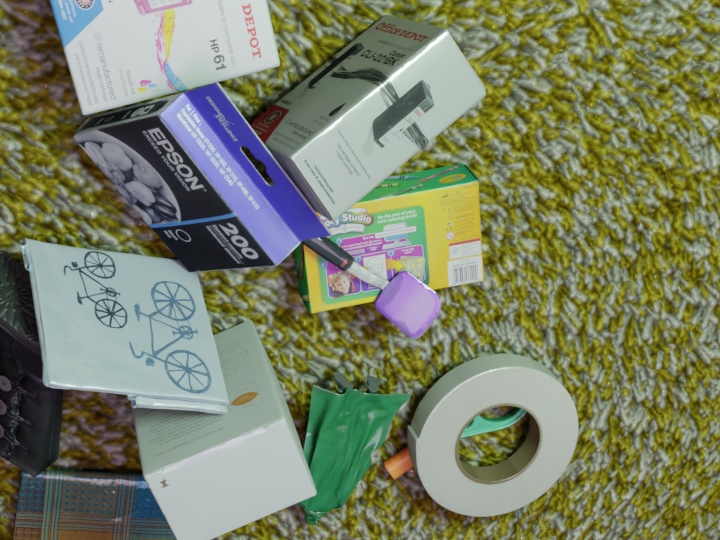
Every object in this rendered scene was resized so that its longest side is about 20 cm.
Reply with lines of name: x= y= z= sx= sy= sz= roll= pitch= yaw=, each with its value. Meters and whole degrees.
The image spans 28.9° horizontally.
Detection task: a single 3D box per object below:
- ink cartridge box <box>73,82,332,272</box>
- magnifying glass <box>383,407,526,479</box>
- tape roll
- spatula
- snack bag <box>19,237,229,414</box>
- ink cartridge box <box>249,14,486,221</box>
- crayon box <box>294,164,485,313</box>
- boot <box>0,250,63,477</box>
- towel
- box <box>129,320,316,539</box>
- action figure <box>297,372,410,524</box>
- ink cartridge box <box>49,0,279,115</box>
ink cartridge box: x=-0.155 y=-0.083 z=1.359 sx=0.198 sy=0.200 sz=0.043 roll=52 pitch=52 yaw=-28
magnifying glass: x=0.115 y=0.179 z=1.631 sx=0.200 sy=0.022 sz=0.080 roll=-34 pitch=118 yaw=3
tape roll: x=0.154 y=0.192 z=1.618 sx=0.202 sy=0.037 sz=0.204 roll=-7 pitch=116 yaw=-14
spatula: x=0.000 y=0.000 z=1.456 sx=0.200 sy=0.021 sz=0.057 roll=35 pitch=104 yaw=-23
snack bag: x=-0.234 y=0.056 z=1.381 sx=0.199 sy=0.189 sz=0.021 roll=9 pitch=137 yaw=-33
ink cartridge box: x=0.002 y=-0.154 z=1.364 sx=0.200 sy=0.144 sz=0.084 roll=-39 pitch=117 yaw=-10
crayon box: x=0.029 y=-0.035 z=1.493 sx=0.199 sy=0.058 sz=0.119 roll=-10 pitch=115 yaw=-10
boot: x=-0.365 y=0.095 z=1.438 sx=0.066 sy=0.165 sz=0.200 roll=-26 pitch=147 yaw=-36
towel: x=-0.290 y=0.290 z=1.578 sx=0.199 sy=0.022 sz=0.147 roll=6 pitch=112 yaw=-16
box: x=-0.149 y=0.167 z=1.455 sx=0.152 sy=0.200 sz=0.107 roll=-22 pitch=121 yaw=-2
action figure: x=-0.031 y=0.210 z=1.589 sx=0.118 sy=0.055 sz=0.201 roll=10 pitch=117 yaw=-20
ink cartridge box: x=-0.189 y=-0.249 z=1.328 sx=0.199 sy=0.085 sz=0.145 roll=-16 pitch=116 yaw=-8
